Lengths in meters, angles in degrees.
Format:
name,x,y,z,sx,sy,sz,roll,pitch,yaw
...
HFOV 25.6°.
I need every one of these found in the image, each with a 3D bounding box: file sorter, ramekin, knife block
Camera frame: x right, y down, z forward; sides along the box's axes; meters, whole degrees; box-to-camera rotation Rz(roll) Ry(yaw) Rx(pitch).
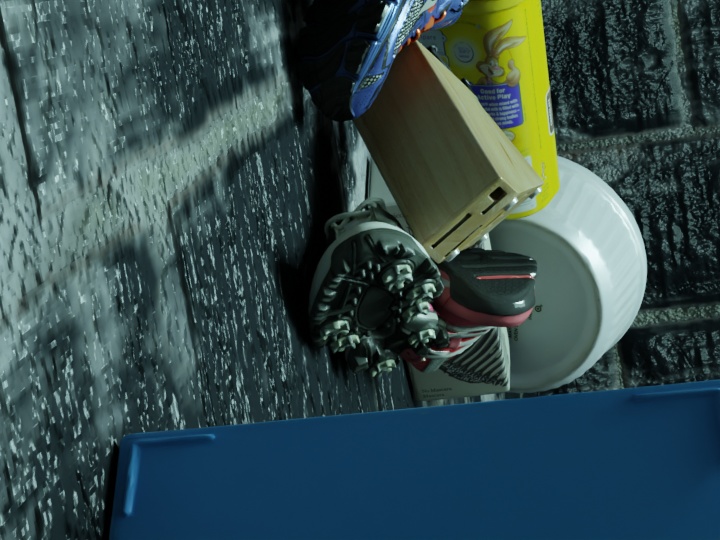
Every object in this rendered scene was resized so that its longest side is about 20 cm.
name,x,y,z,sx,sy,sz,roll,pitch,yaw
file sorter,0.028,0.134,0.504,0.123,0.198,0.140,76,11,-48
ramekin,0.133,0.009,1.318,0.094,0.200,0.204,-55,138,-60
knife block,0.033,-0.097,0.989,0.176,0.064,0.200,50,14,4

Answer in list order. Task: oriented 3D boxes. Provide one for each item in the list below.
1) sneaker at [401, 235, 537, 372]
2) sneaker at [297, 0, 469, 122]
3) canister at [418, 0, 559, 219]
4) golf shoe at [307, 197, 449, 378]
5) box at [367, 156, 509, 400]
name,x,y,z,sx,sy,sz,roll,pitch,yaw
sneaker,0.059,0.027,1.031,0.200,0.073,0.088,-159,-110,-69
sneaker,0.030,-0.166,0.959,0.078,0.075,0.201,44,59,-31
canister,0.074,-0.147,1.204,0.087,0.147,0.202,-47,136,-45
golf shoe,0.000,0.000,0.893,0.200,0.077,0.089,73,-4,-75
box,0.062,0.004,1.210,0.069,0.081,0.201,-85,163,-50
